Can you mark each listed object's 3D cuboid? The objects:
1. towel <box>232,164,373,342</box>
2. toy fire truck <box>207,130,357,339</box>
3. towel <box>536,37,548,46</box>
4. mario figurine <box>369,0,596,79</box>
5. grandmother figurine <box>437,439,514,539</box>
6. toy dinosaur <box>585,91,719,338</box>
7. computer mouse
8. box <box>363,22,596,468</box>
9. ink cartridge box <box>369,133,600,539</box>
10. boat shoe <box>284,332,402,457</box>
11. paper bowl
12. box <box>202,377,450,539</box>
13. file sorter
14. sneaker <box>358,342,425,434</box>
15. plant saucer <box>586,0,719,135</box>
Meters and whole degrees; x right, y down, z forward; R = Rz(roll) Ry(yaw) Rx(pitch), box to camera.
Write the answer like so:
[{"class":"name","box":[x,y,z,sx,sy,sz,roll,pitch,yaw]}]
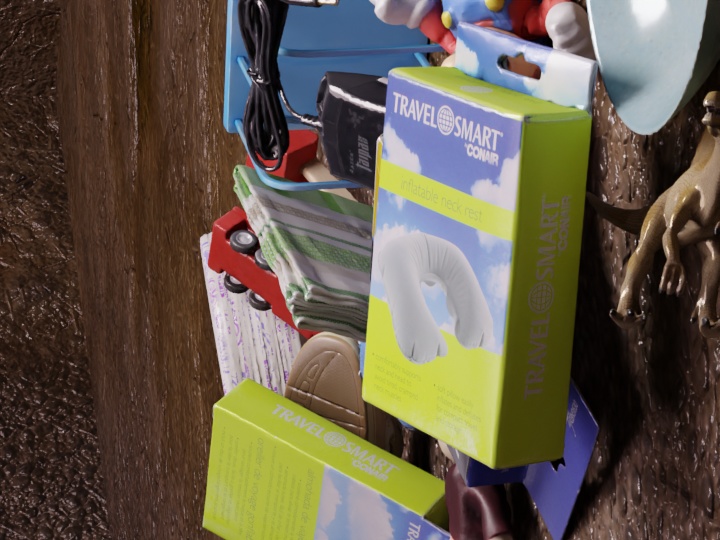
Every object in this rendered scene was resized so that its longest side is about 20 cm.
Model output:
[{"class":"towel","box":[0.000,0.000,1.751,0.031,0.149,0.200,-65,23,17]},{"class":"toy fire truck","box":[-0.036,-0.024,2.041,0.200,0.141,0.049,35,138,24]},{"class":"towel","box":[0.082,-0.066,1.651,0.200,0.024,0.145,151,116,-77]},{"class":"mario figurine","box":[0.067,-0.145,1.511,0.123,0.106,0.201,123,145,-67]},{"class":"grandmother figurine","box":[0.071,0.161,1.673,0.121,0.060,0.201,-154,59,-67]},{"class":"toy dinosaur","box":[0.153,-0.021,1.287,0.200,0.058,0.102,128,154,-71]},{"class":"computer mouse","box":[0.007,-0.113,1.680,0.200,0.046,0.141,18,125,38]},{"class":"box","box":[0.058,-0.015,1.371,0.122,0.048,0.201,24,115,53]},{"class":"ink cartridge box","box":[0.063,0.044,1.532,0.198,0.047,0.201,96,153,-65]},{"class":"boat shoe","box":[-0.005,0.125,1.943,0.065,0.072,0.201,-39,-48,-46]},{"class":"paper bowl","box":[-0.060,0.063,2.127,0.201,0.104,0.202,171,90,-85]},{"class":"box","box":[-0.015,0.169,1.885,0.200,0.048,0.122,27,132,23]},{"class":"file sorter","box":[-0.007,-0.166,1.790,0.123,0.138,0.201,-120,29,-60]},{"class":"sneaker","box":[0.019,0.037,1.846,0.200,0.078,0.089,-109,22,-53]},{"class":"plant saucer","box":[0.148,-0.164,1.270,0.201,0.039,0.202,178,90,-78]}]
